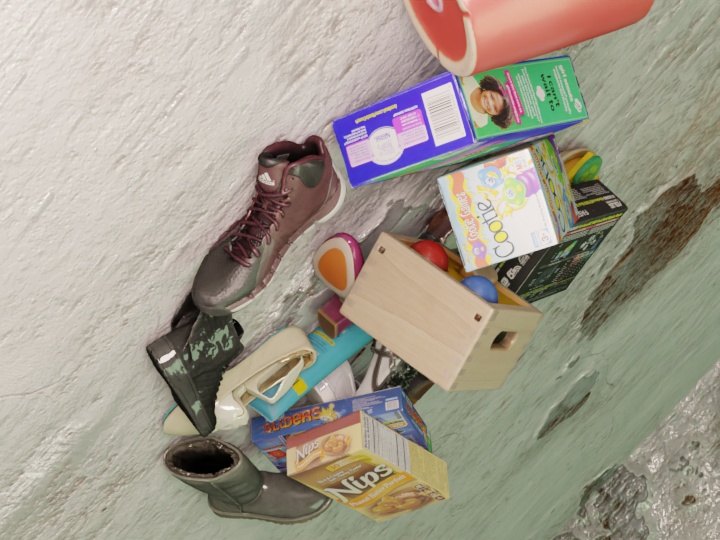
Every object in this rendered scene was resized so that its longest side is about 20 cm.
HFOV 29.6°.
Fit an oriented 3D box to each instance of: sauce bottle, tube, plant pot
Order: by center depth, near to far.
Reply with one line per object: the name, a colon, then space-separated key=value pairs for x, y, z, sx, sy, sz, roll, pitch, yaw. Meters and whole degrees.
plant pot: x=0.135 y=-0.274 z=1.203 sx=0.176 sy=0.201 sz=0.201 roll=-28 pitch=153 yaw=-12
tube: x=-0.057 y=0.106 z=1.621 sx=0.199 sy=0.077 sz=0.051 roll=-38 pitch=130 yaw=-26
sauce bottle: x=0.130 y=-0.059 z=1.661 sx=0.199 sy=0.066 sz=0.066 roll=-36 pitch=154 yaw=-20

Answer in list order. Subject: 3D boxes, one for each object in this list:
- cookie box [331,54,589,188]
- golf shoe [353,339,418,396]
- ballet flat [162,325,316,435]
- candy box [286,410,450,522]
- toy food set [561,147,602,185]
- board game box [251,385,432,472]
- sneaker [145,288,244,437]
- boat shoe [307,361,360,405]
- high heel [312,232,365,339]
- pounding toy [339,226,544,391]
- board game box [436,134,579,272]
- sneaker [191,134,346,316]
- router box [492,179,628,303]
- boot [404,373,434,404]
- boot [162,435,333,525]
cookie box: x=0.102 y=-0.150 z=1.359 sx=0.170 sy=0.076 sz=0.199 roll=-16 pitch=180 yaw=44
golf shoe: x=0.042 y=0.088 z=1.714 sx=0.201 sy=0.094 sz=0.078 roll=-52 pitch=161 yaw=13
ballet flat: x=-0.132 y=0.137 z=1.547 sx=0.199 sy=0.069 sz=0.070 roll=-37 pitch=155 yaw=-17
candy box: x=0.011 y=0.246 z=1.692 sx=0.114 sy=0.056 sz=0.199 roll=-24 pitch=143 yaw=27
toy food set: x=0.254 y=-0.082 z=1.842 sx=0.200 sy=0.049 sz=0.198 roll=-44 pitch=156 yaw=-3
board game box: x=-0.022 y=0.209 z=1.716 sx=0.197 sy=0.035 sz=0.136 roll=-13 pitch=146 yaw=13
sneaker: x=-0.159 y=0.093 z=1.434 sx=0.104 sy=0.060 sz=0.201 roll=-37 pitch=145 yaw=-13
boat shoe: x=-0.026 y=0.170 z=1.778 sx=0.068 sy=0.072 sz=0.201 roll=-39 pitch=146 yaw=-13
high heel: x=0.000 y=0.000 z=1.545 sx=0.096 sy=0.067 sz=0.201 roll=-39 pitch=154 yaw=-24
pounding toy: x=0.100 y=0.022 z=1.508 sx=0.143 sy=0.183 sz=0.199 roll=-60 pitch=155 yaw=12
board game box: x=0.164 y=-0.077 z=1.470 sx=0.102 sy=0.106 sz=0.200 roll=-17 pitch=-175 yaw=18
sneaker: x=-0.099 y=-0.057 z=1.303 sx=0.200 sy=0.075 sz=0.116 roll=-48 pitch=153 yaw=-19
router box: x=0.242 y=-0.033 z=1.743 sx=0.199 sy=0.062 sz=0.150 roll=-16 pitch=146 yaw=-55
boot: x=0.047 y=0.196 z=1.929 sx=0.189 sy=0.068 sz=0.201 roll=-50 pitch=170 yaw=-35
boot: x=-0.131 y=0.251 z=1.660 sx=0.179 sy=0.073 sz=0.201 roll=-8 pitch=149 yaw=3
